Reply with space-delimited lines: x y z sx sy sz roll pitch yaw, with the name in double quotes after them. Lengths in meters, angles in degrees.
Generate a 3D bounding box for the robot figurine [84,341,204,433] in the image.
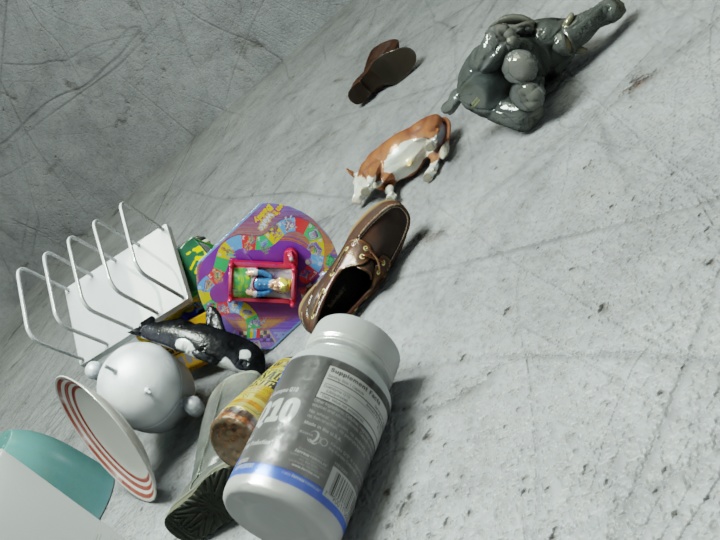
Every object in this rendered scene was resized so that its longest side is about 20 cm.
-0.293 0.163 1.055 0.200 0.167 0.115 91 -166 -74 "robot figurine"

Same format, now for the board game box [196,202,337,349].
-0.125 0.011 1.027 0.200 0.158 0.039 -42 11 5 "board game box"

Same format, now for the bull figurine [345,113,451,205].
0.052 -0.157 1.140 0.199 0.065 0.122 -37 28 23 "bull figurine"

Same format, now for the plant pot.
-0.486 0.329 1.105 0.199 0.161 0.202 -36 25 19 "plant pot"

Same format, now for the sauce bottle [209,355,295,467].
-0.082 0.132 0.818 0.065 0.067 0.200 -29 7 31 "sauce bottle"

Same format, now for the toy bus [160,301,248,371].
-0.219 0.092 1.143 0.198 0.079 0.065 -24 3 41 "toy bus"

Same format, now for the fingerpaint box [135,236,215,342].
-0.277 0.040 1.243 0.167 0.073 0.200 -44 -8 1 "fingerpaint box"

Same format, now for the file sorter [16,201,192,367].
-0.369 0.017 1.099 0.198 0.125 0.140 -30 61 9 "file sorter"

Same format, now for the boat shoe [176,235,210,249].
-0.334 -0.005 1.236 0.199 0.066 0.075 -41 -11 -18 "boat shoe"

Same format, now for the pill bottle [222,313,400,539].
-0.037 0.146 0.713 0.113 0.114 0.202 -22 32 42 "pill bottle"

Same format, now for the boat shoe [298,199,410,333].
0.000 0.000 0.957 0.201 0.070 0.070 -55 17 -3 "boat shoe"

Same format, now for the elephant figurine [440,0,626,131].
0.226 -0.280 1.008 0.200 0.154 0.143 -46 -23 -32 "elephant figurine"

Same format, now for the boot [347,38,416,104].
0.064 -0.454 1.634 0.185 0.064 0.201 -25 25 35 "boot"

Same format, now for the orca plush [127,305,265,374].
-0.211 0.084 1.042 0.197 0.105 0.072 15 80 28 "orca plush"

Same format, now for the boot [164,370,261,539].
-0.139 0.194 0.884 0.180 0.073 0.201 -30 20 27 "boot"

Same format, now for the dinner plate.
-0.325 0.213 0.990 0.024 0.202 0.199 -41 17 -35 "dinner plate"

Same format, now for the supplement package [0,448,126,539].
-0.402 0.334 0.903 0.120 0.200 0.121 -33 25 21 "supplement package"
